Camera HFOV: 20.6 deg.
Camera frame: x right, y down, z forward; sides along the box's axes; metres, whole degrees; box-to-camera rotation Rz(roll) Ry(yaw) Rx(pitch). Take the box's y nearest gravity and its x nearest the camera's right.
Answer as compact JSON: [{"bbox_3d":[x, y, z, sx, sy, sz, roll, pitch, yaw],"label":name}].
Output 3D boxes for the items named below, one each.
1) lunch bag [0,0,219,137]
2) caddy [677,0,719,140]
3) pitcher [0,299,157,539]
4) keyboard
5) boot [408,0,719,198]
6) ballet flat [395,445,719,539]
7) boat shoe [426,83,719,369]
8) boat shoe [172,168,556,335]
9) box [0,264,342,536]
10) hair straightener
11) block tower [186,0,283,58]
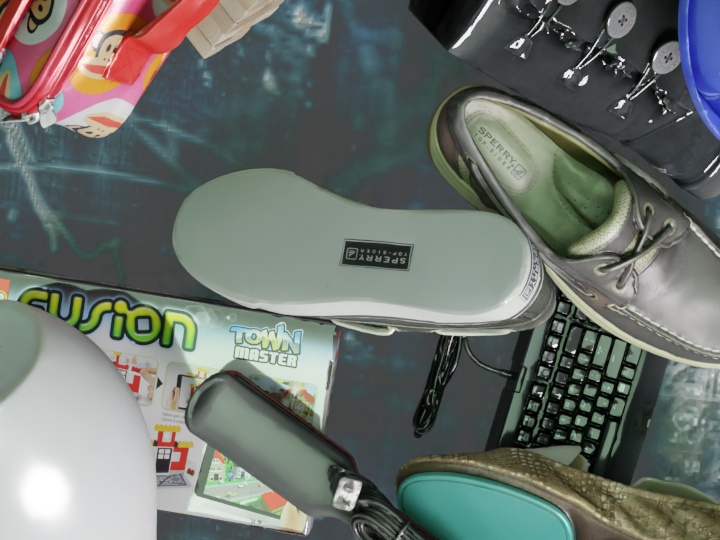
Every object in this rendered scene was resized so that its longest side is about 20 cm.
[{"bbox_3d":[-0.121,-0.167,0.936,0.176,0.082,0.201,45,110,39],"label":"lunch bag"},{"bbox_3d":[0.218,-0.143,0.883,0.141,0.105,0.201,32,81,-42],"label":"caddy"},{"bbox_3d":[-0.170,0.111,0.943,0.170,0.122,0.201,2,135,25],"label":"pitcher"},{"bbox_3d":[0.089,0.058,1.014,0.126,0.021,0.202,17,91,2],"label":"keyboard"},{"bbox_3d":[0.136,-0.142,0.933,0.199,0.066,0.166,26,93,-35],"label":"boot"},{"bbox_3d":[0.116,0.124,0.975,0.199,0.065,0.071,19,132,16],"label":"ballet flat"},{"bbox_3d":[0.117,-0.020,0.970,0.200,0.066,0.072,38,91,0],"label":"boat shoe"},{"bbox_3d":[0.000,0.000,0.989,0.199,0.064,0.071,11,75,25],"label":"boat shoe"},{"bbox_3d":[-0.114,0.064,1.015,0.198,0.035,0.111,10,91,2],"label":"box"},{"bbox_3d":[-0.004,0.120,0.946,0.200,0.077,0.041,41,92,7],"label":"hair straightener"},{"bbox_3d":[-0.024,-0.187,0.948,0.058,0.054,0.200,51,130,0],"label":"block tower"}]
